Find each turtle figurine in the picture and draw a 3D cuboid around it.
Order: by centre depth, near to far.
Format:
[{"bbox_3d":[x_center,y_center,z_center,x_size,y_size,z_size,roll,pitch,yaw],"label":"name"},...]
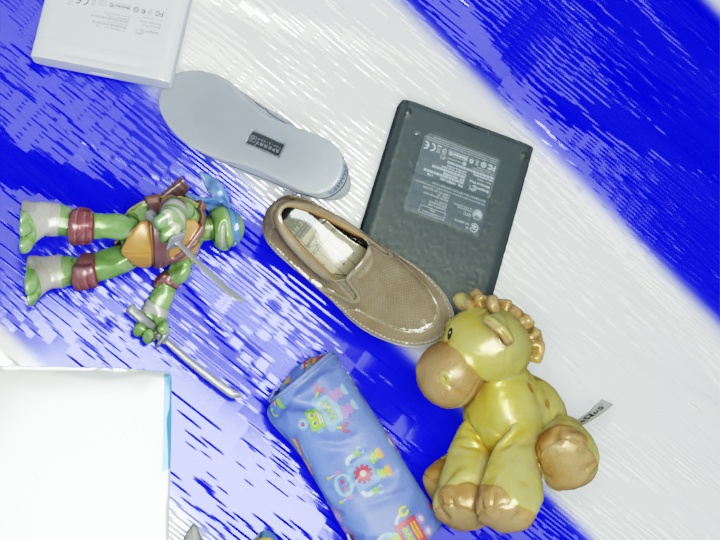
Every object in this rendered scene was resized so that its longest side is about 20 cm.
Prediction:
[{"bbox_3d":[-0.193,0.003,1.142,0.192,0.144,0.202,-1,76,-8],"label":"turtle figurine"}]

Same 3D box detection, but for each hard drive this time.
[{"bbox_3d":[-0.219,-0.278,1.236,0.130,0.027,0.202,11,78,1],"label":"hard drive"},{"bbox_3d":[0.074,-0.045,1.262,0.138,0.033,0.202,19,76,-8],"label":"hard drive"}]

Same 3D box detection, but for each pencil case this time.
[{"bbox_3d":[-0.009,0.173,1.182,0.086,0.078,0.201,-31,87,-8],"label":"pencil case"}]

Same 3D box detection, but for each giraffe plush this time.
[{"bbox_3d":[0.117,0.106,1.151,0.200,0.172,0.163,-39,108,-33],"label":"giraffe plush"}]

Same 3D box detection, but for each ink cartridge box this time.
[{"bbox_3d":[-0.233,0.162,1.074,0.143,0.200,0.149,2,79,-13],"label":"ink cartridge box"}]

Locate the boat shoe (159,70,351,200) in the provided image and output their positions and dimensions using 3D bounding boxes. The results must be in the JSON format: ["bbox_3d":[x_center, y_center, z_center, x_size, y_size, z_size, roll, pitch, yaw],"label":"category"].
[{"bbox_3d":[-0.097,-0.116,1.223,0.199,0.065,0.074,33,86,17],"label":"boat shoe"}]

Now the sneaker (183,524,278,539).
[{"bbox_3d":[-0.065,0.276,1.153,0.198,0.075,0.091,12,83,-10],"label":"sneaker"}]

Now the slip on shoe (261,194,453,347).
[{"bbox_3d":[0.000,0.000,1.189,0.199,0.061,0.076,39,79,-4],"label":"slip on shoe"}]
